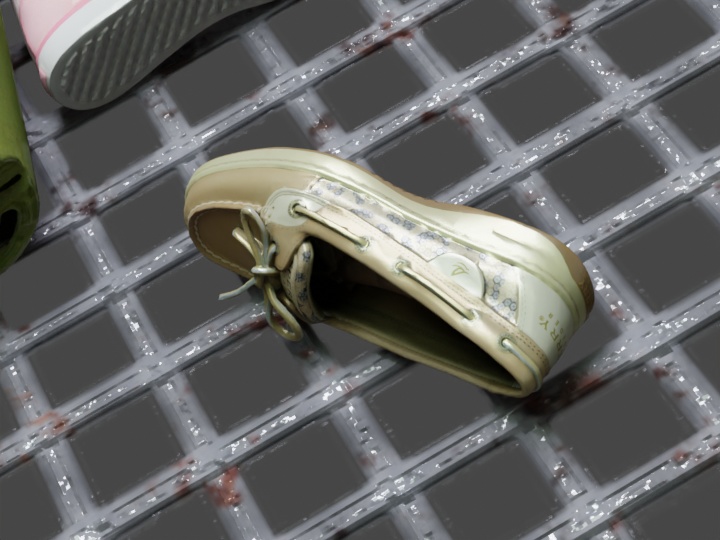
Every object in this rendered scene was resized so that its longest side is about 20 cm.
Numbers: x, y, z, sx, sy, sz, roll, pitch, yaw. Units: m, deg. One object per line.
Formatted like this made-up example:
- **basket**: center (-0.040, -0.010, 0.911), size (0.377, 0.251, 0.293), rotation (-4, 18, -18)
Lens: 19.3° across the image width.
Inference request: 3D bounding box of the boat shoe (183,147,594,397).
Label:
- **boat shoe**: center (0.000, 0.000, 0.914), size (0.199, 0.074, 0.063), rotation (14, 54, 29)

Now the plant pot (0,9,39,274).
- **plant pot**: center (-0.239, -0.085, 1.021), size (0.199, 0.200, 0.191), rotation (-27, 59, -3)

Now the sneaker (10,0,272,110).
- **sneaker**: center (-0.096, -0.175, 1.099), size (0.199, 0.075, 0.105), rotation (-34, 52, -3)
